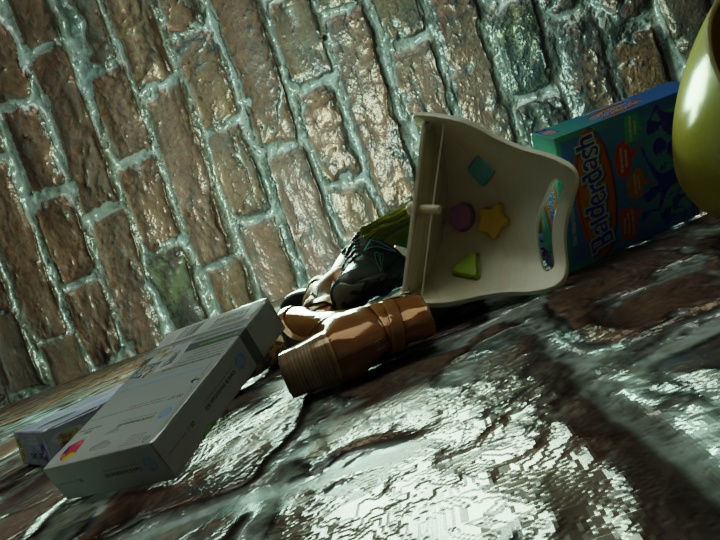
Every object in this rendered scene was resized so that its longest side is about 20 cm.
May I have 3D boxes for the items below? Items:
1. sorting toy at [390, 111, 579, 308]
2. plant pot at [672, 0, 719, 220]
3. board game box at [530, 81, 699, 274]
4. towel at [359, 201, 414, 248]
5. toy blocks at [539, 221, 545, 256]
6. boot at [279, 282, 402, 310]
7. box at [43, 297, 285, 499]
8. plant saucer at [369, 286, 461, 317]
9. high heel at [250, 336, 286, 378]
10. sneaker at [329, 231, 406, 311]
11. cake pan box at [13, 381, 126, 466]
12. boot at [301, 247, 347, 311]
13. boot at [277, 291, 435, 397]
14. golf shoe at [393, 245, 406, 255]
[{"bbox_3d":[0.138,-0.054,0.760,0.176,0.206,0.106,9,3,33],"label":"sorting toy"},{"bbox_3d":[0.344,-0.118,0.596,0.196,0.203,0.143,-21,-22,-17],"label":"plant pot"},{"bbox_3d":[0.288,-0.105,0.795,0.196,0.156,0.045,-22,24,-17],"label":"board game box"},{"bbox_3d":[0.080,-0.050,0.916,0.085,0.019,0.199,-23,-16,25],"label":"towel"},{"bbox_3d":[0.206,-0.054,0.928,0.134,0.103,0.199,14,7,28],"label":"toy blocks"},{"bbox_3d":[-0.027,0.048,1.196,0.196,0.074,0.144,-10,7,29],"label":"boot"},{"bbox_3d":[-0.175,0.114,0.664,0.153,0.042,0.201,-20,21,33],"label":"box"},{"bbox_3d":[0.081,0.036,0.910,0.195,0.037,0.200,-22,2,1],"label":"plant saucer"},{"bbox_3d":[-0.161,0.124,0.938,0.142,0.071,0.200,-44,-5,-15],"label":"high heel"},{"bbox_3d":[0.000,0.000,0.885,0.075,0.080,0.199,-43,-7,20],"label":"sneaker"},{"bbox_3d":[-0.347,0.195,0.962,0.197,0.054,0.182,-24,6,-39],"label":"cake pan box"},{"bbox_3d":[-0.056,0.073,0.992,0.200,0.076,0.157,-47,12,44],"label":"boot"},{"bbox_3d":[-0.004,0.061,0.732,0.151,0.075,0.200,-22,15,-1],"label":"boot"},{"bbox_3d":[0.075,-0.011,1.314,0.074,0.094,0.200,-22,1,-14],"label":"golf shoe"}]
